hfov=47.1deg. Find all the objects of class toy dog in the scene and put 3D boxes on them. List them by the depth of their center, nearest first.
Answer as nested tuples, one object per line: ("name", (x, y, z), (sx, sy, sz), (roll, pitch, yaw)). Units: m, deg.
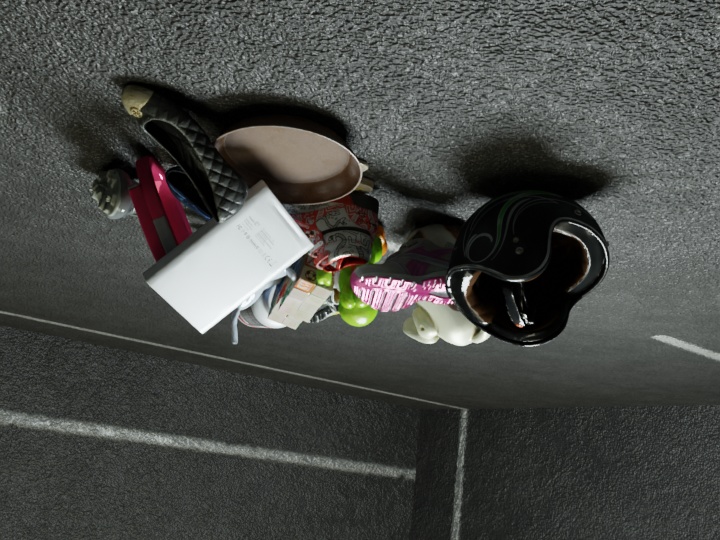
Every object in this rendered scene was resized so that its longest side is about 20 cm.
("toy dog", (0.126, 0.019, 1.340), (0.139, 0.201, 0.194), (-24, -149, -9))

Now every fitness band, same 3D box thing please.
("fitness band", (-0.273, -0.063, 1.164), (0.037, 0.202, 0.144), (-21, 176, 1))

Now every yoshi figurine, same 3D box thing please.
("yoshi figurine", (-0.006, 0.012, 1.295), (0.112, 0.201, 0.112), (-35, 115, 25))

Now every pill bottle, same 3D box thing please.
("pill bottle", (-0.185, 0.063, 1.703), (0.110, 0.112, 0.200), (13, 172, -24))

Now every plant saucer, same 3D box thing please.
("plant saucer", (-0.095, -0.144, 1.057), (0.198, 0.035, 0.201), (4, 159, 2))

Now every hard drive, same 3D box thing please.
("hard drive", (-0.175, -0.015, 1.117), (0.132, 0.199, 0.027), (52, 179, -44))

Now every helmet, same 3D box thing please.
("helmet", (0.228, -0.016, 1.125), (0.199, 0.191, 0.201), (31, 151, 19))

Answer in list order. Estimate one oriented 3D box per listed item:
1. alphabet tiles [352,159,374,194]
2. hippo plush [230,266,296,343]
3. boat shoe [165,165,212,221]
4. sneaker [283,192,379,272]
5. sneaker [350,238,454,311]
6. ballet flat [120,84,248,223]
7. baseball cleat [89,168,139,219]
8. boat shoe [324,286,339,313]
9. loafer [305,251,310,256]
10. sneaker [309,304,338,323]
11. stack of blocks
("alphabet tiles", (-0.084, -0.134, 1.162), (0.199, 0.015, 0.195), (15, 163, -29))
("hippo plush", (-0.187, -0.023, 1.378), (0.159, 0.201, 0.161), (41, 135, -10))
("boat shoe", (-0.192, -0.085, 1.166), (0.198, 0.085, 0.069), (21, -179, 7))
("sneaker", (-0.075, -0.058, 1.200), (0.199, 0.109, 0.067), (4, 165, 9))
("sneaker", (0.071, 0.001, 1.210), (0.198, 0.089, 0.082), (-1, 145, -28))
("ballet flat", (-0.212, -0.142, 0.996), (0.200, 0.057, 0.066), (47, 148, -22))
("baseball cleat", (-0.333, -0.109, 1.206), (0.106, 0.070, 0.200), (17, -173, -27))
("boat shoe", (-0.056, 0.040, 1.649), (0.200, 0.087, 0.074), (-1, 162, 34))
("loafer", (-0.155, -0.074, 1.279), (0.198, 0.073, 0.073), (10, 159, 9))
("sneaker", (-0.034, 0.052, 1.746), (0.199, 0.079, 0.090), (-12, -172, 30))
("stack of blocks", (-0.100, 0.026, 1.430), (0.058, 0.116, 0.200), (22, 144, -13))
